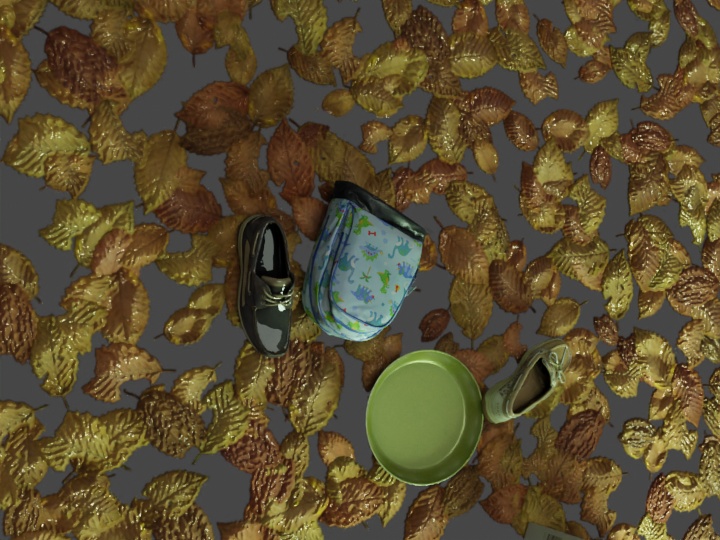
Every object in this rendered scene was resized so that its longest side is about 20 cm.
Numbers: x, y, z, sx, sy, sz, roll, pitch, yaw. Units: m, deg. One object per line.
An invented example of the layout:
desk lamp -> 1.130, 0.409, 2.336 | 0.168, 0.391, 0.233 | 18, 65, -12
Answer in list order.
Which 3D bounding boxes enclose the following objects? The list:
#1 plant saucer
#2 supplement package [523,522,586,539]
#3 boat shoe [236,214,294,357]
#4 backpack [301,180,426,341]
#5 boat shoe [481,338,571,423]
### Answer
plant saucer -> 0.092, 0.218, 1.469 | 0.199, 0.031, 0.201 | 1, 88, -24
supplement package -> 0.358, 0.501, 1.519 | 0.199, 0.152, 0.151 | 24, 78, -22
boat shoe -> -0.129, 0.022, 1.347 | 0.074, 0.073, 0.201 | -10, 93, -24
backpack -> 0.000, 0.000, 1.383 | 0.163, 0.154, 0.200 | 32, 89, -28
boat shoe -> 0.273, 0.173, 1.526 | 0.200, 0.063, 0.073 | -38, 105, -32
